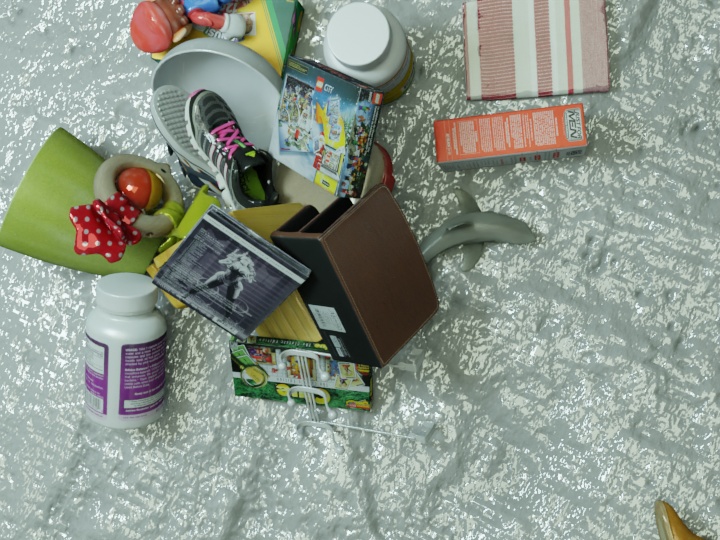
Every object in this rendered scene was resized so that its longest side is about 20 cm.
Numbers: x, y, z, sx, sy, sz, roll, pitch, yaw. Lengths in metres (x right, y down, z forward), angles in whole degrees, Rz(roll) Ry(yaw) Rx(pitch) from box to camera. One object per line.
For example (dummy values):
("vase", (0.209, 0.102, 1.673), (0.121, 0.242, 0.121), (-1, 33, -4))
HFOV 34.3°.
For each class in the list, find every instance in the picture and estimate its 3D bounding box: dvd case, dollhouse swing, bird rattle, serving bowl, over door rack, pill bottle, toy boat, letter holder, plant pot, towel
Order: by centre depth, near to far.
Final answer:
("dvd case", (-0.169, 0.007, 1.498), (0.148, 0.200, 0.016), (34, 50, -11))
("letter holder", (0.000, 0.000, 1.506), (0.142, 0.100, 0.201), (-43, 120, -32))
("pill bottle", (0.011, -0.292, 1.567), (0.110, 0.200, 0.112), (0, 87, 8))
("dollhouse swing", (-0.147, 0.031, 1.569), (0.200, 0.181, 0.177), (-27, 80, 40))
("bird rattle", (-0.301, -0.084, 1.571), (0.113, 0.199, 0.164), (-55, 48, 44))
("over door rack", (-0.006, 0.178, 1.583), (0.199, 0.067, 0.148), (0, 127, 12))
("toy boat", (-0.022, -0.114, 1.609), (0.199, 0.130, 0.131), (16, 90, 41))
("towel", (0.243, -0.313, 1.622), (0.199, 0.023, 0.145), (-3, 90, 11))
("serving bowl", (-0.186, -0.251, 1.623), (0.199, 0.201, 0.066), (12, 54, 9))
("pill bottle", (-0.326, 0.110, 1.623), (0.112, 0.112, 0.201), (10, 113, 9))
("plant pot", (-0.376, -0.072, 1.647), (0.199, 0.187, 0.188), (28, 93, -7))

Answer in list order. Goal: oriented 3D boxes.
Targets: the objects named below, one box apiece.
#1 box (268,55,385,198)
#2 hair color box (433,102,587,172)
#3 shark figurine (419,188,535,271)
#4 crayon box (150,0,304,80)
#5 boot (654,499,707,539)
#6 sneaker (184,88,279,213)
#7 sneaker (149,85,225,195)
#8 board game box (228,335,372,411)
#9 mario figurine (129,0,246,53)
("box", (-0.048, -0.186, 1.491), (0.038, 0.200, 0.137), (4, 108, -32))
("hair color box", (0.203, -0.179, 1.583), (0.199, 0.102, 0.062), (-5, 87, 8))
("shark figurine", (0.118, -0.033, 1.600), (0.214, 0.089, 0.128), (-37, 82, 4))
("crayon box", (-0.190, -0.340, 1.674), (0.199, 0.058, 0.119), (11, 89, 9))
("boot", (0.483, 0.378, 1.541), (0.143, 0.071, 0.202), (-21, 88, 2))
("sneaker", (-0.165, -0.156, 1.569), (0.074, 0.087, 0.201), (-29, 99, -35))
("sneaker", (-0.228, -0.169, 1.627), (0.200, 0.079, 0.079), (46, 60, -22))
("board game box", (-0.082, 0.142, 1.629), (0.199, 0.024, 0.105), (5, 129, 10))
("mario figurine", (-0.230, -0.368, 1.627), (0.199, 0.106, 0.124), (-33, 41, -2))
